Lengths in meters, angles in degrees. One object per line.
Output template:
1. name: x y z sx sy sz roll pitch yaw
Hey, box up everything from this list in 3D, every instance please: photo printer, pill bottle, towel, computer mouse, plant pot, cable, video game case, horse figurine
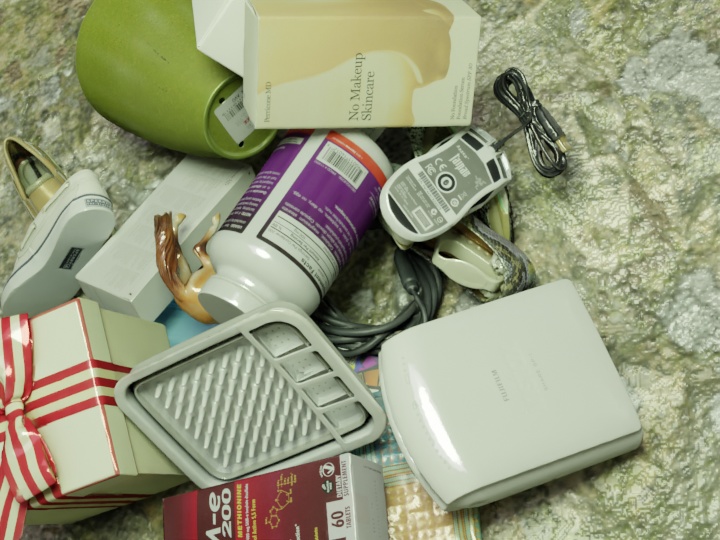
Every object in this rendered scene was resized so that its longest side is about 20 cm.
1. photo printer: 0.121 0.108 1.098 0.199 0.070 0.167 -16 67 -15
2. pill bottle: -0.060 -0.036 1.146 0.112 0.113 0.201 22 67 27
3. towel: 0.030 0.198 1.116 0.146 0.022 0.201 -12 63 11
4. computer mouse: 0.097 -0.095 1.171 0.199 0.044 0.110 -34 87 -18
5. plant pot: -0.167 -0.194 1.301 0.187 0.187 0.200 -44 44 -6
6. cable: 0.000 0.000 1.234 0.163 0.051 0.200 -30 62 -29
7. video game case: -0.002 0.179 1.168 0.181 0.036 0.201 27 75 27
8. horse figurine: -0.124 0.013 1.233 0.050 0.199 0.133 -33 46 44

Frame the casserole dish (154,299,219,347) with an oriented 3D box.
1. casserole dish: -0.200 0.078 1.286 0.198 0.039 0.122 5 66 22

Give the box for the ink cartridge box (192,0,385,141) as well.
1. ink cartridge box: -0.059 -0.222 1.214 0.083 0.199 0.147 -50 28 22

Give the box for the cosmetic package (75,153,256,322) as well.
1. cosmetic package: -0.193 -0.036 1.307 0.082 0.051 0.200 19 57 33

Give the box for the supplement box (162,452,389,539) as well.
1. supplement box: -0.075 0.233 1.096 0.199 0.061 0.110 -18 63 26

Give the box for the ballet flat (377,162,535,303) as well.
1. ballet flat: 0.072 -0.034 1.195 0.200 0.072 0.072 35 78 13

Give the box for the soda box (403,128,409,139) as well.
1. soda box: 0.038 -0.233 1.349 0.068 0.064 0.201 -28 59 3

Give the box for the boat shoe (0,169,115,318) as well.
1. boat shoe: -0.320 -0.025 1.320 0.200 0.072 0.066 -51 47 38

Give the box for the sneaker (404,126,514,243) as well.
1. sneaker: 0.084 -0.099 1.240 0.088 0.077 0.201 -29 80 7

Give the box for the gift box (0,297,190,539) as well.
1. gift box: -0.280 0.148 1.167 0.199 0.187 0.186 -26 72 14

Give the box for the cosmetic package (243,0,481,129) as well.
1. cosmetic package: -0.001 -0.183 1.117 0.198 0.106 0.071 -4 26 -13

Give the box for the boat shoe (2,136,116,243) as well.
1. boat shoe: -0.337 -0.074 1.387 0.072 0.076 0.200 -43 60 -8

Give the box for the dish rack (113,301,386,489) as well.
1. dish rack: -0.094 0.107 1.103 0.199 0.172 0.044 -25 34 21
